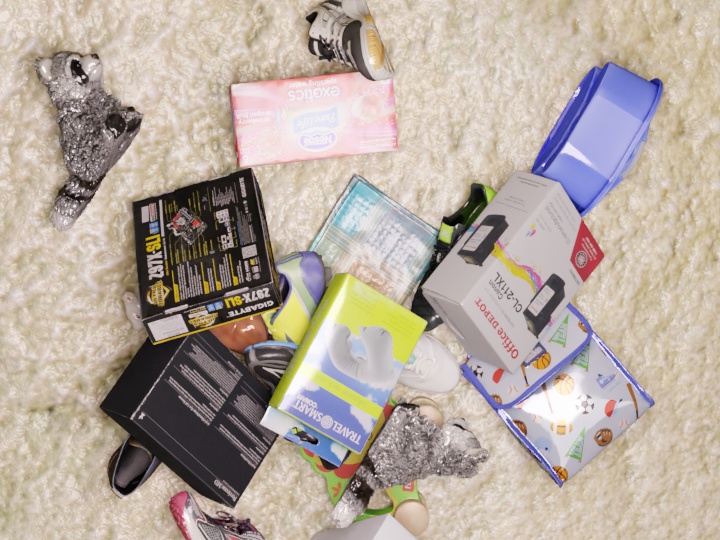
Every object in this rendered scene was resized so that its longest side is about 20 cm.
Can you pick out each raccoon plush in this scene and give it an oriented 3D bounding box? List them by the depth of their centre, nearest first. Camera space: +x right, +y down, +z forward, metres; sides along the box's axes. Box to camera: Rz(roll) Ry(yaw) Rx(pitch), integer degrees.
[{"bbox_3d":[-0.356,-0.164,1.448,0.133,0.097,0.201,36,93,-2],"label":"raccoon plush"},{"bbox_3d":[0.065,0.255,1.476,0.133,0.097,0.201,33,78,2],"label":"raccoon plush"}]

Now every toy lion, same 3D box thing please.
[{"bbox_3d":[0.005,0.229,1.567,0.189,0.069,0.203,7,96,-2],"label":"toy lion"}]

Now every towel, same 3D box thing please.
[{"bbox_3d":[0.000,0.000,1.555,0.146,0.022,0.201,32,92,-10],"label":"towel"}]

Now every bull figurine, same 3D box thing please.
[{"bbox_3d":[-0.192,0.040,1.507,0.198,0.065,0.123,21,101,-15],"label":"bull figurine"}]

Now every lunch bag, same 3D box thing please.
[{"bbox_3d":[0.248,0.147,1.559,0.169,0.124,0.201,-39,84,-1],"label":"lunch bag"}]

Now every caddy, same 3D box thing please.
[{"bbox_3d":[0.303,-0.162,1.518,0.104,0.141,0.202,31,92,-5],"label":"caddy"}]

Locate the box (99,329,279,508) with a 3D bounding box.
[{"bbox_3d":[-0.194,0.169,1.459,0.200,0.078,0.142,50,60,-36],"label":"box"}]

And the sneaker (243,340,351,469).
[{"bbox_3d":[-0.070,0.162,1.470,0.070,0.083,0.200,-20,120,35],"label":"sneaker"}]

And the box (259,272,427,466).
[{"bbox_3d":[-0.020,0.119,1.433,0.121,0.048,0.202,30,81,-16],"label":"box"}]

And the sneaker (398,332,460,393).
[{"bbox_3d":[0.055,0.104,1.530,0.199,0.088,0.076,35,91,-24],"label":"sneaker"}]

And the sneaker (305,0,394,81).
[{"bbox_3d":[-0.017,-0.267,1.442,0.087,0.201,0.076,-23,122,4],"label":"sneaker"}]

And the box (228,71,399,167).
[{"bbox_3d":[-0.059,-0.186,1.487,0.197,0.095,0.104,-6,98,-7],"label":"box"}]

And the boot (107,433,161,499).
[{"bbox_3d":[-0.245,0.198,1.505,0.074,0.097,0.201,34,91,-10],"label":"boot"}]

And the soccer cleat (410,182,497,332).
[{"bbox_3d":[0.113,-0.019,1.531,0.201,0.067,0.081,-59,140,-6],"label":"soccer cleat"}]

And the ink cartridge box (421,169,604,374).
[{"bbox_3d":[0.191,0.003,1.505,0.201,0.082,0.146,-50,127,-13],"label":"ink cartridge box"}]

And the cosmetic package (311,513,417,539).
[{"bbox_3d":[0.028,0.382,1.518,0.151,0.200,0.052,42,57,-11],"label":"cosmetic package"}]

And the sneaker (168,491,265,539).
[{"bbox_3d":[-0.168,0.339,1.536,0.075,0.081,0.200,-43,123,-6],"label":"sneaker"}]

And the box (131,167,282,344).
[{"bbox_3d":[-0.184,-0.022,1.437,0.158,0.201,0.050,-17,137,2],"label":"box"}]

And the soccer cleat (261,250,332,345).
[{"bbox_3d":[-0.088,0.066,1.495,0.083,0.065,0.202,-7,123,-26],"label":"soccer cleat"}]
